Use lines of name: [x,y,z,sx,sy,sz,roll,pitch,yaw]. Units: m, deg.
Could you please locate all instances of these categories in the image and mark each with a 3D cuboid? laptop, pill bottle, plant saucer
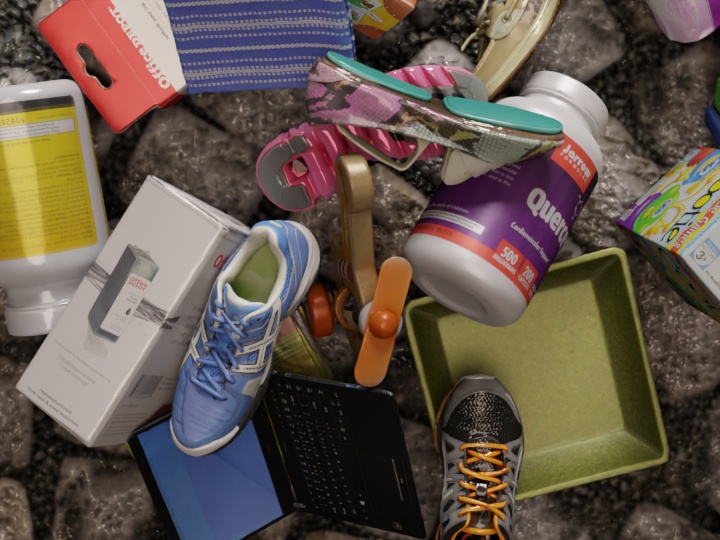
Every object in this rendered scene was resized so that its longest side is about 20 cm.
laptop: [-0.065,0.181,0.960,0.199,0.103,0.178,7,131,25]
pill bottle: [-0.269,-0.052,0.949,0.111,0.112,0.201,-8,99,0]
plant saucer: [0.153,0.095,1.017,0.199,0.048,0.201,-15,99,0]
pill bottle: [0.125,-0.062,0.942,0.112,0.112,0.200,33,76,-6]

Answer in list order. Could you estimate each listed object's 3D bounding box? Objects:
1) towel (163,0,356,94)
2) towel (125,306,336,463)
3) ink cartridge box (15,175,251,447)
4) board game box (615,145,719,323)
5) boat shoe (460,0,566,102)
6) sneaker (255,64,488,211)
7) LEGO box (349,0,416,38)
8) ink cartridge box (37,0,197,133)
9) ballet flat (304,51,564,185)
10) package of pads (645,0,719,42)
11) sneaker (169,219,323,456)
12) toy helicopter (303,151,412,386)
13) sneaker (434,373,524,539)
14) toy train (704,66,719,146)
towel: [-0.080,-0.213,0.846,0.144,0.024,0.200,-1,136,8]
towel: [-0.117,0.118,1.027,0.199,0.023,0.144,-28,100,4]
ink cartridge box: [-0.168,0.036,0.934,0.085,0.146,0.200,34,91,13]
board game box: [0.298,-0.024,0.924,0.103,0.200,0.105,-43,97,5]
boat shoe: [0.136,-0.227,0.958,0.063,0.073,0.200,32,86,0]
sneaker: [0.010,-0.118,0.952,0.199,0.095,0.079,-20,102,11]
LEGO box: [-0.037,-0.298,0.887,0.199,0.077,0.150,24,73,-19]
ink cartridge box: [-0.150,-0.216,0.948,0.200,0.067,0.116,-35,98,4]
ballet flat: [0.053,-0.107,0.873,0.199,0.069,0.071,16,110,-4]
package of pads: [0.259,-0.293,0.907,0.120,0.076,0.200,-37,123,1]
sneaker: [-0.101,0.047,0.888,0.075,0.077,0.201,21,86,17]
toy helicopter: [0.000,0.000,0.915,0.079,0.132,0.201,-12,128,-10]
sneaker: [0.102,0.187,0.968,0.078,0.077,0.201,1,98,0]
toy train: [0.394,-0.162,0.944,0.199,0.085,0.116,-4,125,-1]
